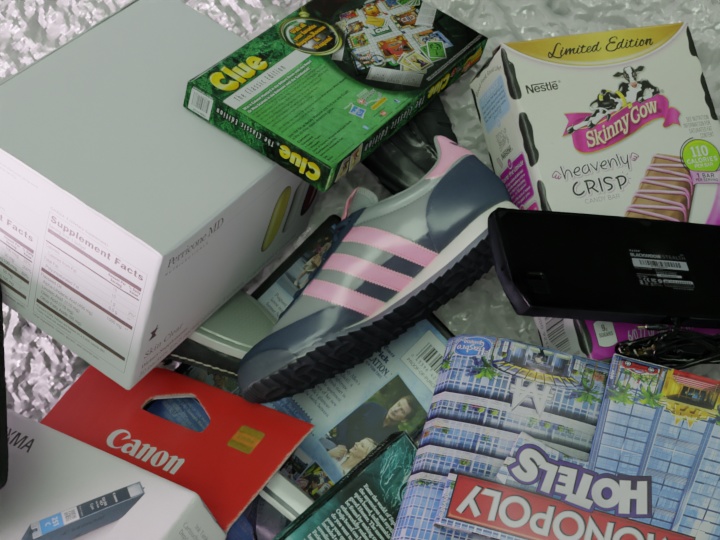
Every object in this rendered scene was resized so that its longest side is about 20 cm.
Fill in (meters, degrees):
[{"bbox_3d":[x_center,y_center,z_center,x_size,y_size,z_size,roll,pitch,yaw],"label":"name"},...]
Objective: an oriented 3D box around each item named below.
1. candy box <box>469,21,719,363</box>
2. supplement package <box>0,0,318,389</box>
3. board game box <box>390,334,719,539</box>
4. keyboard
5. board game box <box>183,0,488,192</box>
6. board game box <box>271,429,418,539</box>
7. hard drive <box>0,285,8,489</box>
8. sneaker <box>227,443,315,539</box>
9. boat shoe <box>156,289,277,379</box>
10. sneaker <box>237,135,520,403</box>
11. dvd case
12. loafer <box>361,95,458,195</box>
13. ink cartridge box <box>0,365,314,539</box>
[{"bbox_3d":[0.160,-0.044,0.932,0.135,0.061,0.202,-10,75,-20],"label":"candy box"},{"bbox_3d":[-0.131,-0.057,0.923,0.155,0.112,0.200,32,43,13],"label":"supplement package"},{"bbox_3d":[0.115,0.145,0.814,0.198,0.062,0.202,13,64,10],"label":"board game box"},{"bbox_3d":[0.167,0.018,0.870,0.197,0.040,0.105,4,48,-16],"label":"keyboard"},{"bbox_3d":[-0.010,-0.123,0.941,0.104,0.024,0.200,33,42,13],"label":"board game box"},{"bbox_3d":[0.034,0.211,0.867,0.135,0.028,0.201,-38,93,-20],"label":"board game box"},{"bbox_3d":[-0.266,0.106,0.889,0.200,0.033,0.141,-41,46,35],"label":"hard drive"},{"bbox_3d":[-0.021,0.192,0.910,0.200,0.078,0.080,42,84,3],"label":"sneaker"},{"bbox_3d":[-0.137,0.027,0.978,0.199,0.075,0.061,27,116,23],"label":"boat shoe"},{"bbox_3d":[0.000,0.000,0.914,0.199,0.070,0.082,-34,70,-1],"label":"sneaker"},{"bbox_3d":[-0.039,0.082,0.979,0.200,0.018,0.143,-44,75,-2],"label":"dvd case"},{"bbox_3d":[0.030,-0.087,0.980,0.200,0.068,0.071,41,93,18],"label":"loafer"},{"bbox_3d":[-0.153,0.119,0.901,0.199,0.045,0.177,15,56,40],"label":"ink cartridge box"}]
